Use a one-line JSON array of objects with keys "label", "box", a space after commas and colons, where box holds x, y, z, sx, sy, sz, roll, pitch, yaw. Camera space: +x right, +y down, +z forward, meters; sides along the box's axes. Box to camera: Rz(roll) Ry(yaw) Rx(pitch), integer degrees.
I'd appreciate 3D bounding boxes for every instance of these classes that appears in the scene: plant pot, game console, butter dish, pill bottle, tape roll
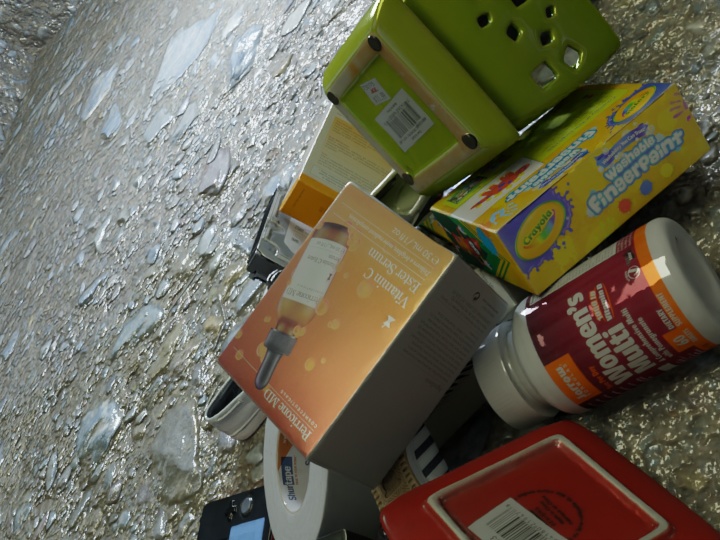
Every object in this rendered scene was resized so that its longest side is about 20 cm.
[{"label": "plant pot", "box": [0.088, -0.196, 0.854, 0.182, 0.199, 0.200, -47, 7, -24]}, {"label": "game console", "box": [-0.154, 0.360, 1.046, 0.176, 0.031, 0.203, -23, 47, 41]}, {"label": "butter dish", "box": [0.140, 0.236, 0.669, 0.197, 0.150, 0.200, -19, 29, -20]}, {"label": "pill bottle", "box": [0.196, 0.051, 0.750, 0.199, 0.109, 0.111, -36, 40, 31]}, {"label": "tape roll", "box": [-0.041, 0.194, 0.923, 0.200, 0.065, 0.204, -176, 90, -66]}]

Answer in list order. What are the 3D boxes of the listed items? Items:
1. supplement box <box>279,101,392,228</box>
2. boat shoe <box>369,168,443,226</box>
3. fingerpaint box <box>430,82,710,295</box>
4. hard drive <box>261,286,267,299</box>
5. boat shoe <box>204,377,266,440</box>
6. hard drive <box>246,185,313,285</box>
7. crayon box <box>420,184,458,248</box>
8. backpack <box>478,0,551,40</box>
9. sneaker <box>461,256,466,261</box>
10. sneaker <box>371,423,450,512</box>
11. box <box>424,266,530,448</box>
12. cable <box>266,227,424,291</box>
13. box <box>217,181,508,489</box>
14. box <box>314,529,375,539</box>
[{"label": "supplement box", "box": [-0.003, -0.132, 1.090, 0.074, 0.125, 0.202, -49, 15, 53]}, {"label": "boat shoe", "box": [0.025, -0.051, 0.921, 0.071, 0.063, 0.200, 31, 60, 19]}, {"label": "fingerpaint box", "box": [0.182, -0.080, 0.815, 0.199, 0.074, 0.167, -39, 17, -6]}, {"label": "hard drive", "box": [-0.059, -0.045, 1.230, 0.131, 0.025, 0.203, 2, 67, 53]}, {"label": "boat shoe", "box": [-0.129, 0.125, 1.155, 0.201, 0.068, 0.072, -51, 35, 14]}, {"label": "hard drive", "box": [-0.056, -0.021, 1.055, 0.038, 0.138, 0.201, -56, 11, 25]}, {"label": "crayon box", "box": [0.135, -0.081, 0.983, 0.127, 0.051, 0.200, -58, 34, 3]}, {"label": "backpack", "box": [0.165, -0.372, 1.079, 0.182, 0.146, 0.202, -39, 36, 24]}, {"label": "sneaker", "box": [0.056, 0.043, 0.984, 0.104, 0.060, 0.200, -44, 5, -23]}, {"label": "sneaker", "box": [0.062, 0.183, 0.816, 0.070, 0.108, 0.202, -45, 46, 28]}, {"label": "box", "box": [0.092, 0.094, 0.892, 0.201, 0.068, 0.083, -50, 36, 16]}, {"label": "cable", "box": [0.000, 0.000, 0.953, 0.198, 0.051, 0.097, -31, 53, -21]}, {"label": "box", "box": [0.000, 0.055, 0.779, 0.152, 0.106, 0.201, 36, 89, 41]}, {"label": "box", "box": [-0.031, 0.332, 0.800, 0.199, 0.148, 0.126, -30, 45, 35]}]
